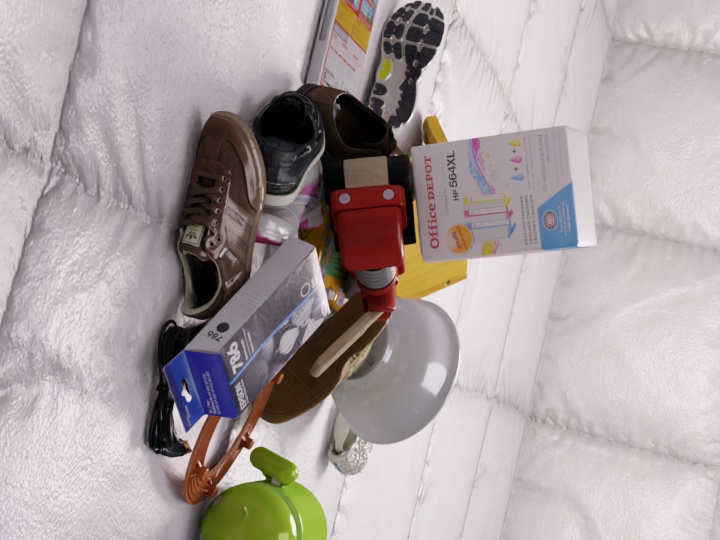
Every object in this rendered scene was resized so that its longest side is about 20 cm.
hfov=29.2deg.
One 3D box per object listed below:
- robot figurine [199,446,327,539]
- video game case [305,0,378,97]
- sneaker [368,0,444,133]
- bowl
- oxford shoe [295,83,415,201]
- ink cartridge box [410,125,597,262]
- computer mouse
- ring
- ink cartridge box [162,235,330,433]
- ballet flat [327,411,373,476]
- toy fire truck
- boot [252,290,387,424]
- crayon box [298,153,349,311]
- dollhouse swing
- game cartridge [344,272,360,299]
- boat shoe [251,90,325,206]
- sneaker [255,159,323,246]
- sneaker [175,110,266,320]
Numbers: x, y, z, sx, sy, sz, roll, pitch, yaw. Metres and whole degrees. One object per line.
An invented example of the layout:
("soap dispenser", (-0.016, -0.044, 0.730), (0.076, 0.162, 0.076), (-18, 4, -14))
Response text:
("robot figurine", (-0.107, 0.294, 1.546), (0.178, 0.114, 0.200), (-70, 162, 1))
("video game case", (-0.014, -0.295, 1.630), (0.143, 0.017, 0.203), (29, 74, -72))
("sneaker", (0.051, -0.261, 1.806), (0.080, 0.077, 0.202), (111, 1, -74))
("bowl", (0.025, 0.114, 1.787), (0.090, 0.199, 0.204), (33, 66, -42))
("oxford shoe", (0.011, -0.132, 1.548), (0.199, 0.084, 0.073), (37, 72, -37))
("ink cartridge box", (0.147, -0.079, 1.514), (0.125, 0.197, 0.131), (-5, 89, -71))
("computer mouse", (-0.152, 0.118, 1.407), (0.200, 0.045, 0.143), (-6, 105, -72))
("ring", (-0.129, 0.160, 1.467), (0.202, 0.019, 0.201), (-59, 168, -21))
("ink cartridge box", (-0.106, 0.067, 1.351), (0.200, 0.039, 0.100), (-48, 145, -30))
("ballet flat", (0.003, 0.184, 1.914), (0.072, 0.071, 0.203), (56, 47, -66))
("toy fire truck", (0.000, 0.000, 1.486), (0.177, 0.127, 0.203), (81, 5, -65))
("boot", (-0.050, 0.115, 1.664), (0.200, 0.073, 0.156), (-46, 175, -14))
("crayon box", (-0.042, -0.059, 1.637), (0.126, 0.051, 0.203), (19, 82, -72))
("dollhouse swing", (0.070, -0.096, 1.995), (0.180, 0.176, 0.202), (-22, 135, -18))
("game cartridge", (0.009, -0.031, 1.705), (0.200, 0.040, 0.135), (145, -47, -75))
("boat shoe", (-0.074, -0.144, 1.401), (0.200, 0.073, 0.067), (-69, 172, -55))
("sneaker", (-0.090, -0.080, 1.443), (0.200, 0.080, 0.090), (-52, 148, -71))
("sneaker", (-0.137, -0.047, 1.315), (0.075, 0.070, 0.203), (-34, 132, -57))
